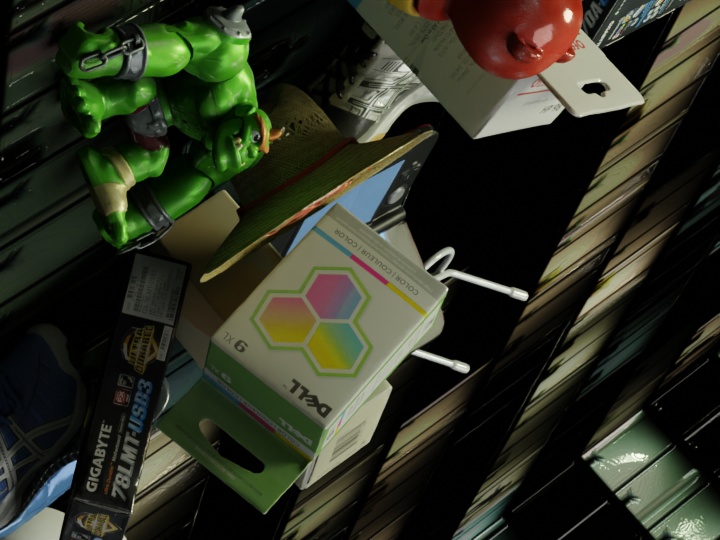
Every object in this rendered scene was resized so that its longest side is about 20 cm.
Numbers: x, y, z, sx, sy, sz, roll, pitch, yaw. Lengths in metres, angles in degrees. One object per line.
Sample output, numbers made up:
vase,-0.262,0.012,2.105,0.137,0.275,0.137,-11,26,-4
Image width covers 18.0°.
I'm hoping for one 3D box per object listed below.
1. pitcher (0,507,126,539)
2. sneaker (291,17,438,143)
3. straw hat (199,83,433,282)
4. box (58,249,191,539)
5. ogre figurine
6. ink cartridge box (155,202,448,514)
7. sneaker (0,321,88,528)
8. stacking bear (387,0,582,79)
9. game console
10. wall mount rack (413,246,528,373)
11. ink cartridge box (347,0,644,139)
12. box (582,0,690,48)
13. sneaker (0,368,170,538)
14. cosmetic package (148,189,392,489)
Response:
pitcher,-0.292,0.267,1.911,0.171,0.122,0.200,-27,176,4
sneaker,0.005,-0.146,1.613,0.200,0.076,0.088,-31,134,-7
straw hat,-0.051,-0.077,1.520,0.201,0.085,0.201,-34,180,0
box,-0.175,0.117,1.641,0.200,0.050,0.199,113,-9,-61
ogre figurine,-0.117,-0.095,1.387,0.120,0.098,0.200,-25,129,-13
ink cartridge box,-0.040,0.059,1.585,0.200,0.104,0.059,-47,168,-27
sneaker,-0.261,0.122,1.638,0.077,0.076,0.200,-11,138,-51
stacking bear,0.050,-0.195,1.313,0.114,0.200,0.121,-46,164,16
game console,0.000,0.000,1.865,0.200,0.119,0.173,-30,161,-38
wall mount rack,0.068,0.060,2.269,0.174,0.075,0.200,-22,156,-51
ink cartridge box,0.081,-0.155,1.496,0.067,0.200,0.116,-49,163,28
box,0.256,-0.277,1.876,0.159,0.046,0.200,-30,160,-36
sneaker,-0.239,0.140,1.783,0.200,0.066,0.078,-37,177,-16
cosmetic package,-0.072,0.051,1.676,0.071,0.200,0.105,-34,161,-25
